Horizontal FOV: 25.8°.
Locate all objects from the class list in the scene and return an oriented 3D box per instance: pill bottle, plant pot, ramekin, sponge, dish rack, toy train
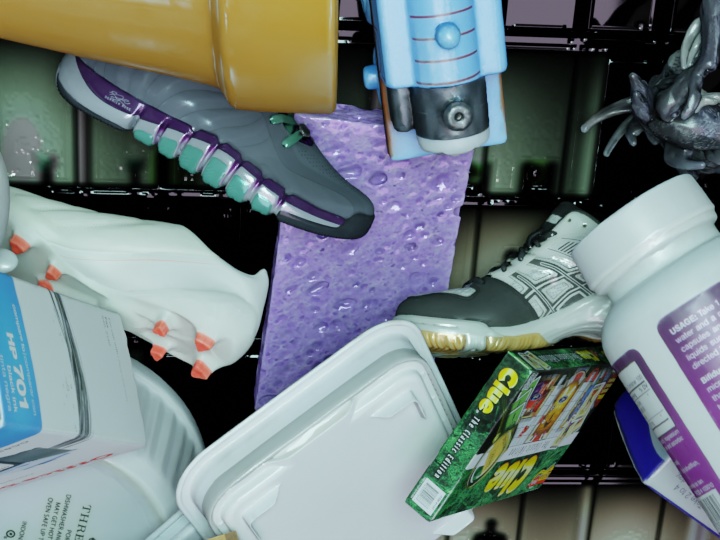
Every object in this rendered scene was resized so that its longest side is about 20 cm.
[{"bbox_3d":[0.204,0.052,0.873,0.112,0.112,0.201,-33,78,10],"label":"pill bottle"},{"bbox_3d":[-0.102,-0.180,0.786,0.181,0.201,0.202,0,115,0],"label":"plant pot"},{"bbox_3d":[-0.194,0.151,0.984,0.200,0.094,0.205,-2,115,-4],"label":"ramekin"},{"bbox_3d":[0.000,0.000,0.970,0.110,0.030,0.202,5,114,-9],"label":"sponge"},{"bbox_3d":[-0.005,0.135,0.931,0.171,0.044,0.201,-35,140,-7],"label":"dish rack"},{"bbox_3d":[0.037,-0.153,0.850,0.086,0.114,0.202,-7,110,-2],"label":"toy train"}]

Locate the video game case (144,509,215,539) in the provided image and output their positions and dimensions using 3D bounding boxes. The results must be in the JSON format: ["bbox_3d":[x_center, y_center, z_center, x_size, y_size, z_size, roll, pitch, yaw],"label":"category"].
[{"bbox_3d":[-0.064,0.192,0.986,0.181,0.023,0.200,-41,143,-1],"label":"video game case"}]

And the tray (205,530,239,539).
[{"bbox_3d":[-0.101,0.229,0.925,0.098,0.037,0.201,-16,143,-6],"label":"tray"}]

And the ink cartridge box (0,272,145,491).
[{"bbox_3d":[-0.215,0.067,0.812,0.145,0.200,0.087,-18,77,9],"label":"ink cartridge box"}]

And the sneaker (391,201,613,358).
[{"bbox_3d":[0.110,0.004,0.960,0.198,0.076,0.089,-7,88,-15],"label":"sneaker"}]

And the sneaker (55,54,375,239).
[{"bbox_3d":[-0.070,-0.093,0.882,0.199,0.074,0.088,28,101,-3],"label":"sneaker"}]

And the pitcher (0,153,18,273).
[{"bbox_3d":[-0.244,-0.014,0.856,0.170,0.122,0.200,23,152,-25],"label":"pitcher"}]

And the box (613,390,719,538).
[{"bbox_3d":[0.295,0.086,0.998,0.183,0.105,0.200,35,106,-18],"label":"box"}]

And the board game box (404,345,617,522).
[{"bbox_3d":[0.098,0.093,0.942,0.023,0.200,0.105,40,105,20],"label":"board game box"}]

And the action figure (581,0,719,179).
[{"bbox_3d":[0.231,-0.103,0.899,0.198,0.103,0.119,4,154,34],"label":"action figure"}]

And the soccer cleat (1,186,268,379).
[{"bbox_3d":[-0.150,-0.006,0.937,0.198,0.078,0.070,26,141,2],"label":"soccer cleat"}]
